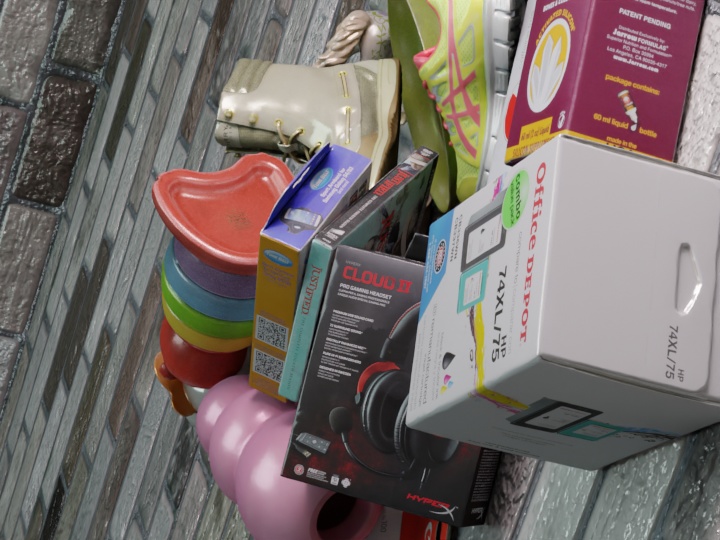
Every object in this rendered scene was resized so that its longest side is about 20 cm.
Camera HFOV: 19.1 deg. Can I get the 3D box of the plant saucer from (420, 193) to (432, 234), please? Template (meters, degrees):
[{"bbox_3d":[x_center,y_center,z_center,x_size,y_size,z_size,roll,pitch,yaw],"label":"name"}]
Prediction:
[{"bbox_3d":[-0.017,-0.004,1.878,0.037,0.200,0.200,62,165,-10],"label":"plant saucer"}]

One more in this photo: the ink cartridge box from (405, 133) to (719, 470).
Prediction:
[{"bbox_3d":[0.139,0.026,1.351,0.200,0.145,0.148,144,137,-63],"label":"ink cartridge box"}]

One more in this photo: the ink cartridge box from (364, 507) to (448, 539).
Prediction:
[{"bbox_3d":[0.014,0.242,1.726,0.200,0.047,0.161,137,144,-63],"label":"ink cartridge box"}]

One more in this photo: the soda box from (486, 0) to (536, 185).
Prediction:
[{"bbox_3d":[0.151,-0.143,1.582,0.068,0.063,0.201,178,106,-72],"label":"soda box"}]

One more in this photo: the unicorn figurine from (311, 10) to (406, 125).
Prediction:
[{"bbox_3d":[0.029,-0.205,1.941,0.138,0.074,0.200,-68,-15,17],"label":"unicorn figurine"}]

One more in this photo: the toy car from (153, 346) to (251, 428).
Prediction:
[{"bbox_3d":[-0.092,0.125,1.890,0.185,0.199,0.178,123,155,-45],"label":"toy car"}]

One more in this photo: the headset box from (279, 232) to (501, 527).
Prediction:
[{"bbox_3d":[0.040,0.075,1.593,0.075,0.148,0.201,16,-92,-73],"label":"headset box"}]

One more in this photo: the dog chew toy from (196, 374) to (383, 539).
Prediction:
[{"bbox_3d":[-0.066,0.151,1.742,0.200,0.124,0.125,36,112,47],"label":"dog chew toy"}]

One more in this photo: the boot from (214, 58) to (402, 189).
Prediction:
[{"bbox_3d":[-0.047,-0.102,1.795,0.072,0.154,0.201,87,-172,-50],"label":"boot"}]

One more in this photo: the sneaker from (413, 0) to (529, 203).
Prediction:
[{"bbox_3d":[0.084,-0.143,1.666,0.078,0.090,0.201,-47,-35,-56],"label":"sneaker"}]

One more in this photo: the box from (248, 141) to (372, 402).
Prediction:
[{"bbox_3d":[-0.039,-0.004,1.674,0.119,0.041,0.201,-53,-18,-39],"label":"box"}]

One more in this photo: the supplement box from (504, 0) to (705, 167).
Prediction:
[{"bbox_3d":[0.175,-0.165,1.488,0.110,0.085,0.201,168,115,-71],"label":"supplement box"}]

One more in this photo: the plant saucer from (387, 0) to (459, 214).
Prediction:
[{"bbox_3d":[0.062,-0.148,1.795,0.200,0.031,0.201,167,90,-84],"label":"plant saucer"}]

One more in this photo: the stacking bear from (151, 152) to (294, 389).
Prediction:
[{"bbox_3d":[-0.118,0.018,1.769,0.114,0.121,0.200,59,148,31],"label":"stacking bear"}]

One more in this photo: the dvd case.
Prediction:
[{"bbox_3d":[0.000,0.000,1.699,0.200,0.022,0.147,-44,-27,-55],"label":"dvd case"}]
